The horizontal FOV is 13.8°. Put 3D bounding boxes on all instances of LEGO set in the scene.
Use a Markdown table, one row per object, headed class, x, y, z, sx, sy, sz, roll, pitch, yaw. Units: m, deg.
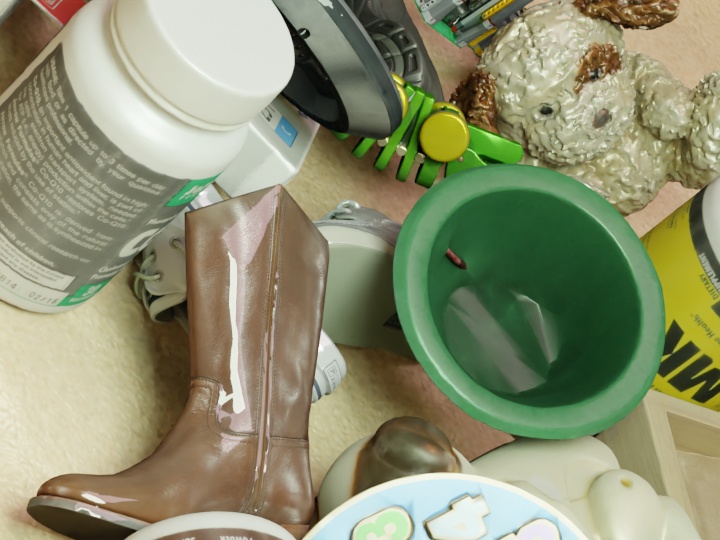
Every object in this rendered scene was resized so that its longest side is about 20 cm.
| class | x | y | z | sx | sy | sz | roll | pitch | yaw |
| --- | --- | --- | --- | --- | --- | --- | --- | --- | --- |
| LEGO set | 0.096 | -0.219 | 1.957 | 0.200 | 0.116 | 0.154 | 36 | 26 | -53 |

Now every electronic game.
| class | x | y | z | sx | sy | sz | roll | pitch | yaw |
| --- | --- | --- | --- | --- | --- | --- | --- | --- | --- |
| electronic game | -0.048 | -0.150 | 1.632 | 0.042 | 0.200 | 0.200 | -42 | 92 | -10 |

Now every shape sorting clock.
| class | x | y | z | sx | sy | sz | roll | pitch | yaw |
| --- | --- | --- | --- | --- | --- | --- | --- | --- | --- |
| shape sorting clock | 0.045 | 0.206 | 1.543 | 0.200 | 0.200 | 0.039 | 51 | -3 | 2 |

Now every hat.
| class | x | y | z | sx | sy | sz | roll | pitch | yaw |
| --- | --- | --- | --- | --- | --- | --- | --- | --- | --- |
| hat | 0.072 | 0.043 | 1.737 | 0.199 | 0.176 | 0.166 | -4 | 72 | -29 |

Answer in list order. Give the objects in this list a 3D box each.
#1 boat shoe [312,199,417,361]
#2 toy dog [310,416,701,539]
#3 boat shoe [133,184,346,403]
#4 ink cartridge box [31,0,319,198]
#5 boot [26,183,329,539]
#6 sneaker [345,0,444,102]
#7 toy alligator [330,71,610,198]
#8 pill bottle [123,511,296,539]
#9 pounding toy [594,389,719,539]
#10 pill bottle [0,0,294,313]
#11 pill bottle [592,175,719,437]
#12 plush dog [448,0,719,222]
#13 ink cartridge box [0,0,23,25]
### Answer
| class | x | y | z | sx | sy | sz | roll | pitch | yaw |
| --- | --- | --- | --- | --- | --- | --- | --- | --- | --- |
| boat shoe | 0.001 | 0.000 | 1.740 | 0.201 | 0.070 | 0.072 | 25 | 29 | -58 |
| toy dog | 0.071 | 0.141 | 1.643 | 0.199 | 0.139 | 0.195 | 10 | 57 | -36 |
| boat shoe | -0.093 | 0.002 | 1.650 | 0.067 | 0.074 | 0.200 | -37 | 73 | -17 |
| ink cartridge box | -0.100 | -0.129 | 1.725 | 0.176 | 0.045 | 0.200 | 45 | 14 | -8 |
| boot | -0.091 | 0.046 | 1.549 | 0.186 | 0.064 | 0.201 | 14 | 76 | -45 |
| sneaker | 0.005 | -0.145 | 1.894 | 0.091 | 0.076 | 0.200 | 51 | 16 | -47 |
| toy alligator | 0.050 | -0.069 | 1.776 | 0.199 | 0.054 | 0.059 | 28 | 9 | -4 |
| pill bottle | -0.067 | 0.226 | 1.443 | 0.109 | 0.109 | 0.201 | 19 | 46 | -35 |
| pounding toy | 0.225 | 0.206 | 1.774 | 0.199 | 0.142 | 0.185 | 19 | 40 | -27 |
| pill bottle | -0.130 | -0.074 | 1.567 | 0.113 | 0.200 | 0.113 | 26 | 42 | -27 |
| pill bottle | 0.190 | 0.037 | 1.808 | 0.114 | 0.200 | 0.115 | 28 | 40 | -27 |
| plush dog | 0.143 | -0.104 | 1.917 | 0.160 | 0.200 | 0.172 | 46 | -6 | 49 |
| ink cartridge box | -0.258 | -0.228 | 1.670 | 0.200 | 0.086 | 0.147 | 43 | 36 | -7 |
